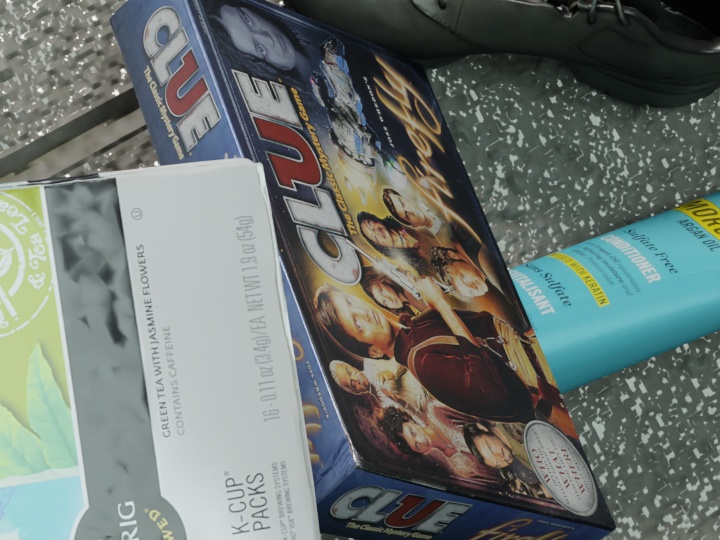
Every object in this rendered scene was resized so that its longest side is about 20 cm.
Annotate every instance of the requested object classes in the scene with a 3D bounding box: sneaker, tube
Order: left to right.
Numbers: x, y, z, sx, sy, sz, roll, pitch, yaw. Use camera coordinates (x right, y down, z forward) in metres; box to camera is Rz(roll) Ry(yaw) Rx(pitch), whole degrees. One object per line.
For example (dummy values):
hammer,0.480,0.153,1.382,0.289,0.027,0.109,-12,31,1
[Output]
sneaker,0.067,-0.110,0.914,0.198,0.091,0.077,4,83,-19
tube,0.101,0.010,0.930,0.199,0.077,0.051,-20,132,-20

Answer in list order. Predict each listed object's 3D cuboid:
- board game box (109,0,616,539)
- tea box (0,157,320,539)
board game box,0.000,0.000,0.824,0.135,0.035,0.201,17,43,-48
tea box,-0.141,0.051,0.755,0.195,0.200,0.135,-9,88,-22
